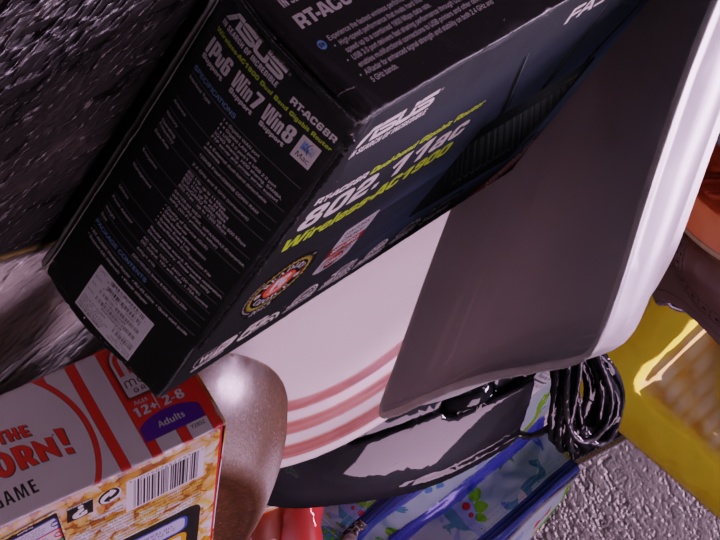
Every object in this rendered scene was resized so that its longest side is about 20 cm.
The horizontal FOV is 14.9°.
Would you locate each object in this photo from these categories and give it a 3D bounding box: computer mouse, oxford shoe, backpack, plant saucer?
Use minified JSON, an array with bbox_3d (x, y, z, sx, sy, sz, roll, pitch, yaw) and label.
[{"bbox_3d":[0.017,0.051,1.204,0.199,0.139,0.053,-17,-152,-3],"label":"computer mouse"},{"bbox_3d":[0.123,-0.025,1.113,0.071,0.200,0.073,-3,117,-18],"label":"oxford shoe"},{"bbox_3d":[0.029,0.099,1.456,0.183,0.147,0.200,-35,167,-49],"label":"backpack"},{"bbox_3d":[-0.108,0.106,1.059,0.200,0.037,0.201,-27,155,-14],"label":"plant saucer"}]

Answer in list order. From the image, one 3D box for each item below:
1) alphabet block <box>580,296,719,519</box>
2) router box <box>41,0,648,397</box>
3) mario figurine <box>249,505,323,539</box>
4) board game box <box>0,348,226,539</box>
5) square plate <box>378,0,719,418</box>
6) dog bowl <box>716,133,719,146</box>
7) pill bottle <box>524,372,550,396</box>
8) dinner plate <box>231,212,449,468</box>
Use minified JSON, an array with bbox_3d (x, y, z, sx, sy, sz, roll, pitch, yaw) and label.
[{"bbox_3d":[0.213,0.001,1.394,0.196,0.195,0.200,-45,-157,14],"label":"alphabet block"},{"bbox_3d":[0.009,-0.060,0.871,0.200,0.062,0.150,-34,167,-42],"label":"router box"},{"bbox_3d":[-0.104,0.116,1.276,0.200,0.106,0.123,-20,-165,-41],"label":"mario figurine"},{"bbox_3d":[-0.126,0.113,0.951,0.151,0.046,0.200,-23,154,-19],"label":"board game box"},{"bbox_3d":[0.082,-0.044,0.954,0.201,0.028,0.198,-68,-165,-15],"label":"square plate"},{"bbox_3d":[0.205,-0.105,1.013,0.200,0.059,0.200,-36,173,-5],"label":"dog bowl"},{"bbox_3d":[0.066,0.001,1.278,0.200,0.104,0.104,-43,171,10],"label":"pill bottle"},{"bbox_3d":[0.000,0.000,1.100,0.200,0.024,0.200,-29,147,-21],"label":"dinner plate"}]
